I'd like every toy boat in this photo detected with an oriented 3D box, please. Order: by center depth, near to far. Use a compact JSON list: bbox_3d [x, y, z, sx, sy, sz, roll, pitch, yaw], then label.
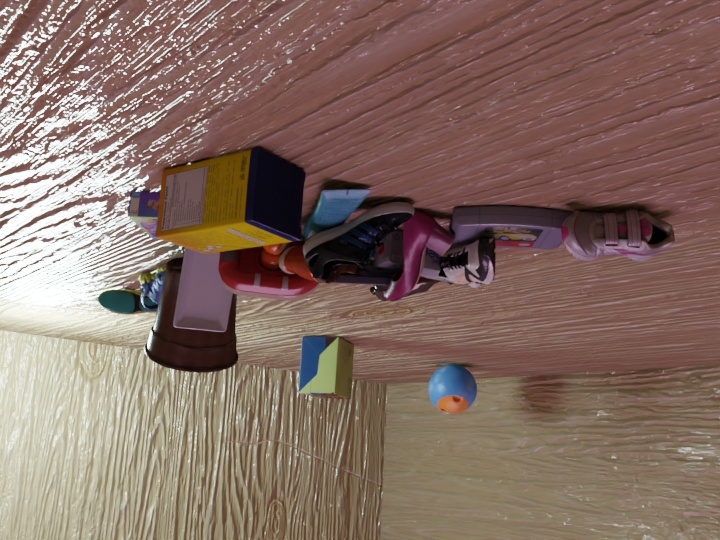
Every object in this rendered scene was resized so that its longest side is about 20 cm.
[{"bbox_3d":[-0.162,-0.028,1.470,0.199,0.131,0.131,6,137,-12],"label":"toy boat"}]

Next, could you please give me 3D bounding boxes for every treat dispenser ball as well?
[{"bbox_3d":[0.380,0.490,3.237,0.200,0.202,0.201,3,166,1],"label":"treat dispenser ball"}]

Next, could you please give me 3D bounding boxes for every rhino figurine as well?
[{"bbox_3d":[0.115,0.017,1.609,0.199,0.060,0.087,-13,-170,0],"label":"rhino figurine"}]

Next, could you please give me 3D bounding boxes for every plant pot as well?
[{"bbox_3d":[-0.345,0.086,1.663,0.199,0.199,0.200,11,-164,-3],"label":"plant pot"}]

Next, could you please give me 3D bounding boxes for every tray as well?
[{"bbox_3d":[-0.303,0.022,1.549,0.107,0.201,0.022,8,-164,-17],"label":"tray"}]

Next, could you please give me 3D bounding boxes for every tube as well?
[{"bbox_3d":[-0.048,-0.093,1.281,0.077,0.051,0.200,-8,167,-19],"label":"tube"}]

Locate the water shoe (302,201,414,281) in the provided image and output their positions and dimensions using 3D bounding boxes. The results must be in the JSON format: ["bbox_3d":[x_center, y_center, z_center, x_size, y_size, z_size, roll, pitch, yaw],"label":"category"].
[{"bbox_3d":[0.005,-0.044,1.284,0.199,0.079,0.071,-23,164,13],"label":"water shoe"}]

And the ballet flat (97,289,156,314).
[{"bbox_3d":[-0.601,0.084,2.111,0.199,0.067,0.067,4,-172,-12],"label":"ballet flat"}]

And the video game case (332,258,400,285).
[{"bbox_3d":[0.000,0.000,1.532,0.142,0.019,0.200,3,-169,-6],"label":"video game case"}]

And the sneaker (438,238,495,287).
[{"bbox_3d":[0.185,-0.009,1.364,0.080,0.074,0.200,7,166,-4],"label":"sneaker"}]

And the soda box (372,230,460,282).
[{"bbox_3d":[0.126,-0.024,1.480,0.199,0.064,0.068,10,165,-26],"label":"soda box"}]

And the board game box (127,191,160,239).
[{"bbox_3d":[-0.278,-0.090,1.343,0.199,0.045,0.135,2,166,4],"label":"board game box"}]

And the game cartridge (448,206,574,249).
[{"bbox_3d":[0.251,-0.072,1.318,0.199,0.041,0.133,2,162,3],"label":"game cartridge"}]

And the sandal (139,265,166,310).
[{"bbox_3d":[-0.462,0.042,1.843,0.079,0.087,0.200,14,161,-32],"label":"sandal"}]

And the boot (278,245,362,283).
[{"bbox_3d":[-0.063,-0.029,1.427,0.107,0.075,0.200,6,-168,28],"label":"boot"}]

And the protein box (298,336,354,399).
[{"bbox_3d":[-0.118,0.343,2.757,0.134,0.199,0.200,0,166,16],"label":"protein box"}]

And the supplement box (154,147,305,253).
[{"bbox_3d":[-0.193,-0.097,1.158,0.199,0.109,0.109,-6,164,34],"label":"supplement box"}]

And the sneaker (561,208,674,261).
[{"bbox_3d":[0.412,-0.062,1.244,0.199,0.082,0.088,-1,167,-21],"label":"sneaker"}]

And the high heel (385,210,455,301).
[{"bbox_3d":[0.074,-0.027,1.370,0.096,0.068,0.200,32,127,-9],"label":"high heel"}]
